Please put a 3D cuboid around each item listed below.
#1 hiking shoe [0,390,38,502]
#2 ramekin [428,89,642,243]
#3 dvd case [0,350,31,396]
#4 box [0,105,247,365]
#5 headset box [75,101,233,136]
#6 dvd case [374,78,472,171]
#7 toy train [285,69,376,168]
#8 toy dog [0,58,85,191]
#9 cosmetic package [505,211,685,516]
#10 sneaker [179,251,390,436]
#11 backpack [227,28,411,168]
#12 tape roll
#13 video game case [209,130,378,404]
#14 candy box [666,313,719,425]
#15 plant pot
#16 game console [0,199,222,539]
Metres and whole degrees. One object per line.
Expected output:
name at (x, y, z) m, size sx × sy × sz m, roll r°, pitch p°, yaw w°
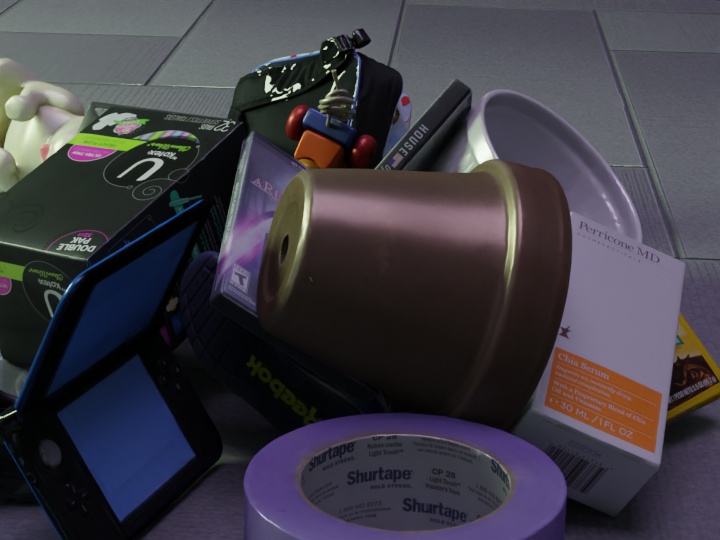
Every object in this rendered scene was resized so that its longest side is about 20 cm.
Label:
hiking shoe at (-0.292, 0.110, 1.175) m, size 0.199 × 0.101 × 0.076 m, roll -5°, pitch 19°, yaw -17°
ramekin at (0.150, -0.057, 1.549) m, size 0.200 × 0.105 × 0.200 m, roll 32°, pitch 33°, yaw -24°
dvd case at (-0.263, 0.042, 1.390) m, size 0.148 × 0.016 × 0.200 m, roll 1°, pitch 41°, yaw 0°
box at (-0.187, -0.023, 1.337) m, size 0.148 × 0.125 × 0.200 m, roll 10°, pitch 40°, yaw 34°
headset box at (-0.164, -0.067, 1.590) m, size 0.148 × 0.200 × 0.077 m, roll 10°, pitch 64°, yaw 21°
dvd case at (0.029, -0.078, 1.555) m, size 0.025 × 0.200 × 0.150 m, roll 40°, pitch -5°, yaw 7°
toy train at (-0.047, -0.089, 1.540) m, size 0.084 × 0.200 × 0.116 m, roll 26°, pitch 71°, yaw 15°
toy dog at (-0.317, -0.118, 1.814) m, size 0.194 × 0.140 × 0.200 m, roll 33°, pitch -6°, yaw -39°
cosmetic package at (0.166, 0.064, 1.217) m, size 0.101 × 0.071 × 0.200 m, roll 23°, pitch 46°, yaw -7°
sneaker at (-0.056, 0.065, 1.277) m, size 0.200 × 0.074 × 0.082 m, roll 47°, pitch 29°, yaw 11°
backpack at (-0.049, -0.140, 1.781) m, size 0.190 × 0.201 × 0.154 m, roll 8°, pitch -12°, yaw 39°
tape roll at (0.026, 0.167, 1.057) m, size 0.199 × 0.085 × 0.200 m, roll 1°, pitch 19°, yaw 0°
video game case at (-0.040, -0.006, 1.274) m, size 0.143 × 0.019 × 0.200 m, roll 34°, pitch 35°, yaw -21°
candy box at (0.183, 0.083, 1.281) m, size 0.200 × 0.026 × 0.102 m, roll -20°, pitch 68°, yaw -37°
plant pot at (0.026, 0.006, 1.173) m, size 0.174 × 0.201 × 0.200 m, roll 14°, pitch 16°, yaw -15°
game console at (-0.141, 0.072, 1.140) m, size 0.118 × 0.171 × 0.200 m, roll -27°, pitch 6°, yaw 28°
